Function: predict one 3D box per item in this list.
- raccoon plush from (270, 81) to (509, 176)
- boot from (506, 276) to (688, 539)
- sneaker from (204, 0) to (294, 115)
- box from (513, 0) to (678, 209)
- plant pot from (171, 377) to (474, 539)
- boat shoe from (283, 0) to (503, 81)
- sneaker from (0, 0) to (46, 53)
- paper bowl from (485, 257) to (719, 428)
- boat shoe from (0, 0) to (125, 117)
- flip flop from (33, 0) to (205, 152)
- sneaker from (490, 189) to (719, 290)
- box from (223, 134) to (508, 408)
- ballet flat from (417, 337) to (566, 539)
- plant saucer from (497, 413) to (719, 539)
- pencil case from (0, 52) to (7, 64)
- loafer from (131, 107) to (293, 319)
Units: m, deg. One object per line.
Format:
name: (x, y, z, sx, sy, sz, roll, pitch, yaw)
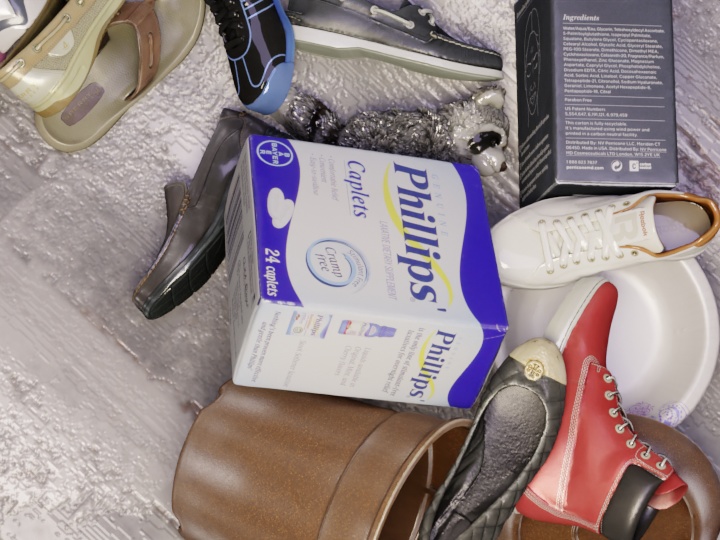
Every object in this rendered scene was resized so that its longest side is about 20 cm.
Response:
raccoon plush: (0.036, -0.135, 1.601, 0.200, 0.097, 0.134, 40, 72, 1)
boot: (0.201, 0.110, 1.453, 0.143, 0.072, 0.201, 14, 76, 27)
sneaker: (-0.108, -0.233, 1.593, 0.078, 0.070, 0.202, 7, 71, -41)
box: (0.198, -0.153, 1.585, 0.106, 0.148, 0.202, 0, 81, -7)
plant pot: (-0.030, 0.183, 1.478, 0.197, 0.200, 0.202, 18, 79, 27)
boat shoe: (0.032, -0.207, 1.614, 0.198, 0.076, 0.061, 12, 87, -5)
sneaker: (-0.308, -0.282, 1.536, 0.129, 0.079, 0.200, 38, 46, -22)
paper bowl: (0.196, 0.055, 1.580, 0.199, 0.104, 0.202, 1, 81, -6)
boat shoe: (-0.245, -0.225, 1.565, 0.063, 0.073, 0.202, 36, 61, -31)
flip flop: (-0.204, -0.187, 1.594, 0.081, 0.058, 0.200, 41, 80, 1)
sneaker: (0.194, -0.034, 1.497, 0.198, 0.085, 0.073, -11, 81, -6)
box: (0.000, 0.000, 1.471, 0.198, 0.105, 0.185, 7, 46, -15)
ballet flat: (0.104, 0.142, 1.408, 0.066, 0.057, 0.201, 23, 78, 13)
plant saucer: (0.202, 0.208, 1.536, 0.198, 0.032, 0.202, 1, 119, 2)
pencil case: (-0.365, -0.135, 1.559, 0.083, 0.086, 0.201, 31, 77, -45)
loafer: (-0.138, -0.049, 1.581, 0.072, 0.073, 0.201, 33, 70, 8)
